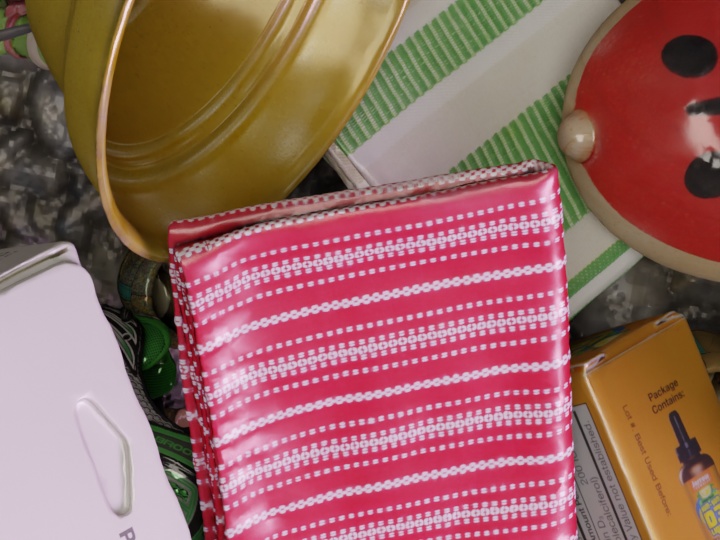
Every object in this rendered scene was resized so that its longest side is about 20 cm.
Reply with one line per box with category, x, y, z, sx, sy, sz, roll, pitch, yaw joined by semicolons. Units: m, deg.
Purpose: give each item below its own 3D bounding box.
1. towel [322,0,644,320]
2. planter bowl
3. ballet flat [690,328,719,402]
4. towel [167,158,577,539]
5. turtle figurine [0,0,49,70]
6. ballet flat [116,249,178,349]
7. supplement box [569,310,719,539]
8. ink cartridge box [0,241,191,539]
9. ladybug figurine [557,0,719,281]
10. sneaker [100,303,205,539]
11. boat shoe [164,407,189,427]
towel;0.043;-0.076;1.131;0.152;0.023;0.200;-38;91;-24
planter bowl;-0.059;-0.111;1.001;0.083;0.200;0.201;29;95;23
ballet flat;0.162;0.122;1.166;0.068;0.063;0.201;-24;96;-4
towel;0.009;0.056;1.043;0.143;0.023;0.201;-10;127;-6
turtle figurine;-0.132;-0.154;1.076;0.144;0.200;0.194;34;70;24
ballet flat;0.000;0.000;1.149;0.198;0.071;0.071;-6;96;-1
supplement box;0.123;0.123;1.122;0.066;0.069;0.201;-25;97;-43
ink cartridge box;-0.161;0.076;1.039;0.084;0.199;0.146;-29;104;-36
ladybug figurine;0.173;-0.064;1.118;0.199;0.072;0.137;-12;88;-19
sneaker;-0.121;0.039;1.130;0.085;0.078;0.200;-41;70;-9
boat shoe;-0.031;0.137;1.140;0.064;0.071;0.201;-33;78;23
